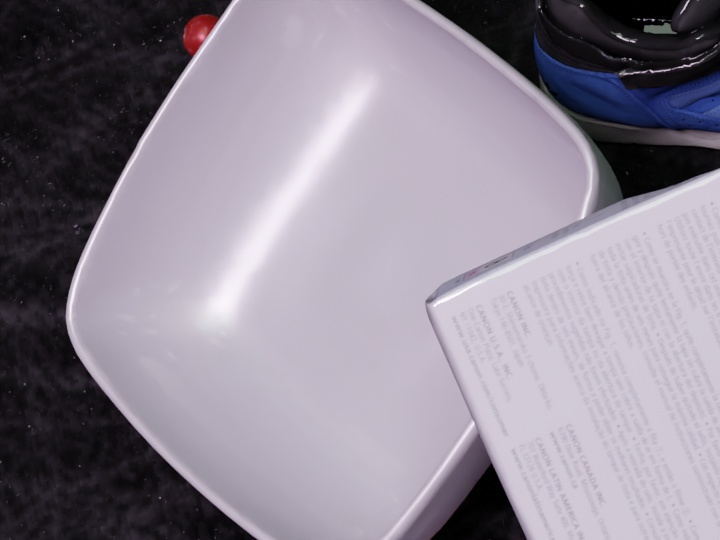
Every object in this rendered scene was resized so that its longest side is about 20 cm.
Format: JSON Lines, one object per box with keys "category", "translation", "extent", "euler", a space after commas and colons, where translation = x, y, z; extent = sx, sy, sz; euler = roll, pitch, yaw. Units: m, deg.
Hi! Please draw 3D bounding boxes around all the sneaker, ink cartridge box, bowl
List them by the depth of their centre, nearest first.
{"category": "ink cartridge box", "translation": [0.143, 0.042, 0.807], "extent": [0.199, 0.057, 0.164], "euler": [-24, 95, 4]}
{"category": "bowl", "translation": [0.000, 0.000, 0.921], "extent": [0.199, 0.074, 0.201], "euler": [39, 101, 34]}
{"category": "sneaker", "translation": [0.165, -0.096, 0.941], "extent": [0.198, 0.111, 0.077], "euler": [4, 69, 11]}

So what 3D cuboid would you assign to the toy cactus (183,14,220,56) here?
{"category": "toy cactus", "translation": [0.010, -0.167, 1.023], "extent": [0.164, 0.102, 0.202], "euler": [15, 68, -5]}
